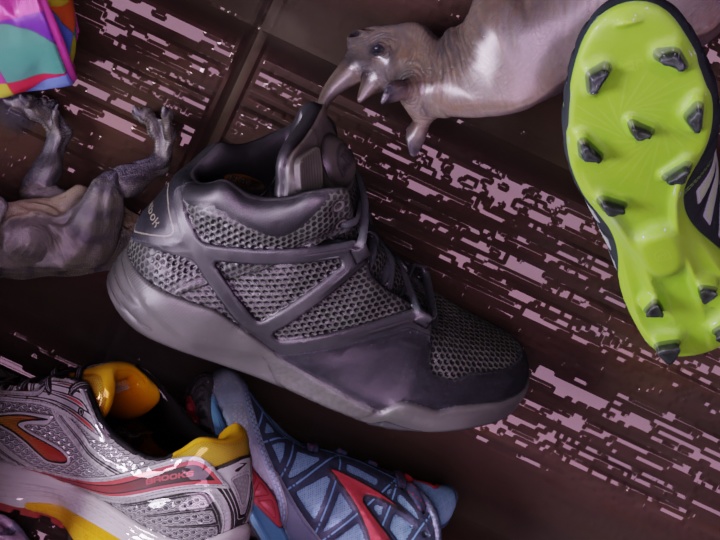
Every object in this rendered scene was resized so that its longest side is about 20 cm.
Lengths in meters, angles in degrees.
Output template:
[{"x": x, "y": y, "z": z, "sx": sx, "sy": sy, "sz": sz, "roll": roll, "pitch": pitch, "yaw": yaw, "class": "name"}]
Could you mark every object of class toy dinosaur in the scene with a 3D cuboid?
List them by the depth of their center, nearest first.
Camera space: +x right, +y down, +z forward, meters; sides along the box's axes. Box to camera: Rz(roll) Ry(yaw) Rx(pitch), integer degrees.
[{"x": -0.124, "y": -0.033, "z": 1.225, "sx": 0.200, "sy": 0.047, "sz": 0.088, "roll": 6, "pitch": 87, "yaw": -16, "class": "toy dinosaur"}]

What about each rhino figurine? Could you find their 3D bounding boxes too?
[{"x": 0.072, "y": -0.109, "z": 1.179, "sx": 0.200, "sy": 0.060, "sz": 0.088, "roll": -21, "pitch": 56, "yaw": 7, "class": "rhino figurine"}]

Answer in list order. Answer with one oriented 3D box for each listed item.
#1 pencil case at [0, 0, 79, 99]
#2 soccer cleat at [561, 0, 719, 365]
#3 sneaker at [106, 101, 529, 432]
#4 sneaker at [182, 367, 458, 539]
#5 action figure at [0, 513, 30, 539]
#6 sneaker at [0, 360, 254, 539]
[{"x": -0.224, "y": -0.100, "z": 1.200, "sx": 0.200, "sy": 0.088, "sz": 0.089, "roll": -13, "pitch": 101, "yaw": 6, "class": "pencil case"}, {"x": 0.124, "y": -0.047, "z": 1.164, "sx": 0.067, "sy": 0.081, "sz": 0.200, "roll": -13, "pitch": 132, "yaw": 6, "class": "soccer cleat"}, {"x": 0.000, "y": 0.000, "z": 1.191, "sx": 0.199, "sy": 0.076, "sz": 0.114, "roll": 22, "pitch": 120, "yaw": -16, "class": "sneaker"}, {"x": -0.004, "y": 0.118, "z": 1.250, "sx": 0.095, "sy": 0.079, "sz": 0.200, "roll": -37, "pitch": 100, "yaw": -12, "class": "sneaker"}, {"x": -0.144, "y": 0.193, "z": 1.228, "sx": 0.200, "sy": 0.134, "sz": 0.149, "roll": -27, "pitch": 103, "yaw": 7, "class": "action figure"}, {"x": -0.126, "y": 0.068, "z": 1.205, "sx": 0.200, "sy": 0.078, "sz": 0.082, "roll": 23, "pitch": 112, "yaw": 25, "class": "sneaker"}]
